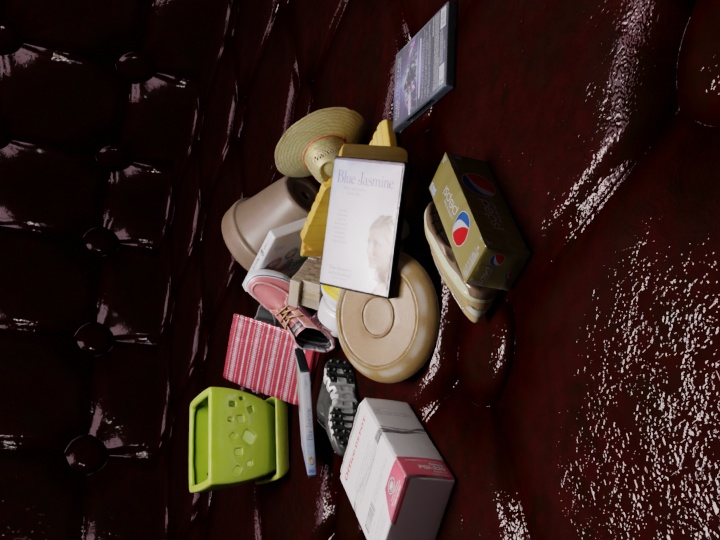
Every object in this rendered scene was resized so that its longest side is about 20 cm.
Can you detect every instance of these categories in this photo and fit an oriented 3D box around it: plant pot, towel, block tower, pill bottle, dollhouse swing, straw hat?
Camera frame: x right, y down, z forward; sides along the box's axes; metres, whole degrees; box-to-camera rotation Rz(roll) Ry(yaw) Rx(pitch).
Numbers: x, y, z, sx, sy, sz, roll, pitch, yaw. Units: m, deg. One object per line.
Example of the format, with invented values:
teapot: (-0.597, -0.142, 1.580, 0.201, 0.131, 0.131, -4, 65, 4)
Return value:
plant pot: (-0.163, -0.102, 1.896, 0.174, 0.199, 0.202, -42, 41, 32)
towel: (-0.180, 0.181, 1.836, 0.022, 0.198, 0.147, -16, -60, -67)
block tower: (-0.064, -0.003, 1.610, 0.200, 0.057, 0.055, -54, -24, -54)
plant pot: (-0.256, 0.361, 1.921, 0.199, 0.179, 0.203, 142, 128, -62)
pill bottle: (0.000, 0.000, 1.492, 0.115, 0.113, 0.202, -118, 41, -57)
dollhouse swing: (-0.025, -0.157, 1.570, 0.201, 0.179, 0.177, -61, 40, 43)
straw hat: (-0.059, -0.202, 1.666, 0.086, 0.199, 0.202, 61, 143, 23)
plant pot: (0.032, 0.069, 1.375, 0.198, 0.027, 0.203, -2, 87, 39)

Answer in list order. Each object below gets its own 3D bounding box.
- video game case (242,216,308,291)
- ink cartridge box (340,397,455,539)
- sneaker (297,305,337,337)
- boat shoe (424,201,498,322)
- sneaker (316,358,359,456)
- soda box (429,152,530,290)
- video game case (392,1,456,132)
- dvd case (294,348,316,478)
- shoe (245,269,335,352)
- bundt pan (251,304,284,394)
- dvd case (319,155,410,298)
video game case: (-0.115, -0.044, 1.718, 0.024, 0.198, 0.182, 55, 142, 17)
ink cartridge box: (0.047, 0.298, 1.301, 0.200, 0.084, 0.147, -128, 49, -60)
sneaker: (-0.079, 0.022, 1.671, 0.076, 0.115, 0.201, -43, 43, 25)
boat shoe: (0.127, -0.012, 1.238, 0.201, 0.071, 0.077, -105, 20, -46)
sneaker: (-0.037, 0.253, 1.570, 0.201, 0.066, 0.091, -101, 26, -49)
soda box: (0.152, -0.067, 1.186, 0.201, 0.067, 0.064, -105, 31, -46)
video game case: (0.102, -0.328, 1.483, 0.200, 0.019, 0.145, 150, 126, -65)
dvd case: (-0.102, 0.259, 1.675, 0.143, 0.017, 0.203, -128, 34, -75)
shoe: (-0.126, 0.076, 1.676, 0.072, 0.199, 0.091, -46, 28, 23)
bundt pan: (-0.181, 0.166, 1.954, 0.201, 0.075, 0.205, -172, 90, -69)
dvd case: (0.005, -0.068, 1.375, 0.141, 0.017, 0.203, 11, 95, 40)
